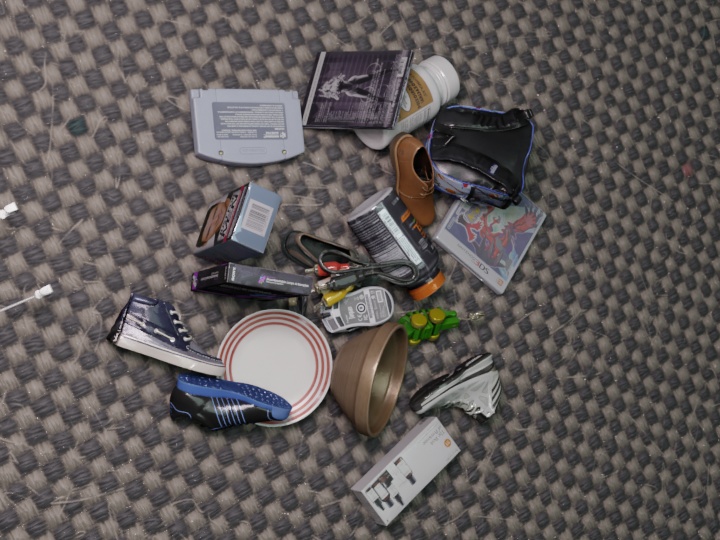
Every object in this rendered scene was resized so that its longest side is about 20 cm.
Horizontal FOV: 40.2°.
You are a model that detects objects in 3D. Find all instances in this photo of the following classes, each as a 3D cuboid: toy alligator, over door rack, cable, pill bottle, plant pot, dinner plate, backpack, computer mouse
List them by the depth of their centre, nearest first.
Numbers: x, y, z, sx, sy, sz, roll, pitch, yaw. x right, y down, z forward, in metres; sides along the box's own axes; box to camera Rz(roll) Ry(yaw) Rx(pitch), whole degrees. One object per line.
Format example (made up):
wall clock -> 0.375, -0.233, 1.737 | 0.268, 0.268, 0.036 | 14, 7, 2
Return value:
over door rack -> -0.575, 0.006, 1.476 | 0.199, 0.067, 0.148 | -24, 95, -5
dinner plate -> -0.147, 0.165, 1.680 | 0.199, 0.024, 0.201 | 0, 91, -12
plant pot -> 0.008, 0.180, 1.711 | 0.092, 0.201, 0.202 | 15, 74, 18
cable -> 0.000, 0.000, 1.723 | 0.199, 0.050, 0.098 | -14, 91, -14
computer mouse -> -0.036, 0.078, 1.756 | 0.199, 0.044, 0.110 | -9, 83, -21
pill bottle -> 0.071, -0.043, 1.785 | 0.106, 0.106, 0.200 | -41, 103, -24
pill bottle -> 0.083, -0.316, 1.819 | 0.200, 0.114, 0.115 | -34, 99, -25
toy alligator -> 0.137, 0.091, 1.833 | 0.199, 0.059, 0.054 | -14, 50, -27
backpack -> 0.212, -0.216, 1.842 | 0.190, 0.154, 0.201 | 17, 66, -8

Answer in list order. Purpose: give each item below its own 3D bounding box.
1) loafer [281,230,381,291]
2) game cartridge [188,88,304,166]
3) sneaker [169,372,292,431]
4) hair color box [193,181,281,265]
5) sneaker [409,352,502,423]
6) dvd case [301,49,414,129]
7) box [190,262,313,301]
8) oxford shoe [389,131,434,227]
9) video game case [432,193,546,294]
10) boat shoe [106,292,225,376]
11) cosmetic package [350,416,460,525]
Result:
loafer -> -0.043, -0.015, 1.749 | 0.199, 0.063, 0.072 | 23, 74, -22
game cartridge -> -0.197, -0.249, 1.719 | 0.199, 0.041, 0.134 | -4, 90, -26
sneaker -> -0.216, 0.229, 1.628 | 0.199, 0.070, 0.078 | 15, 103, -11
hair color box -> -0.203, -0.072, 1.601 | 0.060, 0.200, 0.099 | 23, 74, -22
sneaker -> 0.189, 0.243, 1.824 | 0.200, 0.076, 0.116 | -26, 94, -29
dvd case -> -0.010, -0.320, 1.744 | 0.016, 0.199, 0.149 | 35, 65, -56
box -> -0.180, 0.022, 1.602 | 0.142, 0.200, 0.036 | 9, 80, -24
oxford shoe -> 0.107, -0.153, 1.799 | 0.071, 0.071, 0.201 | -38, 133, -22
video game case -> 0.255, -0.086, 1.926 | 0.182, 0.023, 0.200 | 39, 69, -17
boat shoe -> -0.302, 0.103, 1.601 | 0.199, 0.075, 0.093 | 21, 82, -22
cosmetic package -> 0.084, 0.359, 1.773 | 0.200, 0.051, 0.083 | -41, 103, -24
